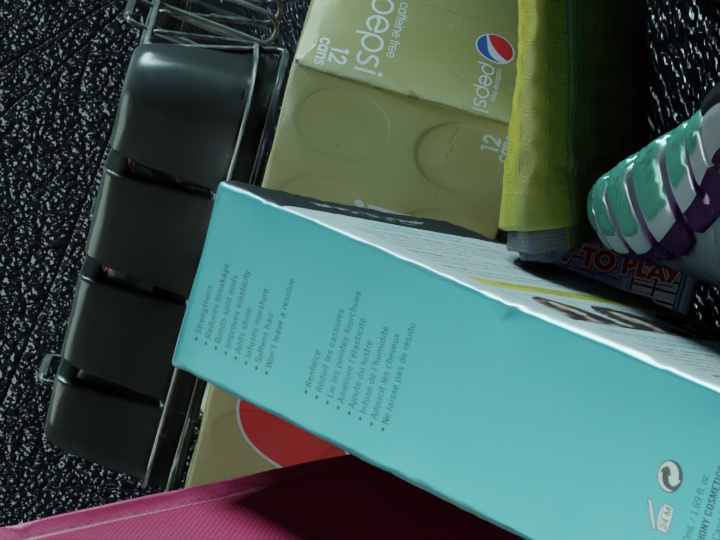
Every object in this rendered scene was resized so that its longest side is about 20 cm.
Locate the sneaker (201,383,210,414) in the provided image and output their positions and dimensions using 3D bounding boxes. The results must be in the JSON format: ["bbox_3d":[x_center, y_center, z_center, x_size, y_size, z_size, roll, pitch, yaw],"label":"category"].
[{"bbox_3d":[0.017,0.032,1.086,0.200,0.077,0.082,-33,-70,-51],"label":"sneaker"}]

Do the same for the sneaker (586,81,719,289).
[{"bbox_3d":[0.103,0.000,0.664,0.088,0.074,0.200,64,177,4],"label":"sneaker"}]

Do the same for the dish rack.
[{"bbox_3d":[-0.060,-0.039,0.982,0.200,0.054,0.154,-84,10,-62],"label":"dish rack"}]

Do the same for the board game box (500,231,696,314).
[{"bbox_3d":[0.056,0.032,0.936,0.200,0.062,0.200,-80,5,-65],"label":"board game box"}]

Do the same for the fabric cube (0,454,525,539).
[{"bbox_3d":[0.029,0.170,0.696,0.199,0.196,0.200,32,127,53],"label":"fabric cube"}]

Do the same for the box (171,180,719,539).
[{"bbox_3d":[0.051,0.032,0.683,0.200,0.082,0.049,23,100,46],"label":"box"}]

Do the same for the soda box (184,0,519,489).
[{"bbox_3d":[0.000,0.000,0.867,0.200,0.068,0.064,107,179,-46],"label":"soda box"}]

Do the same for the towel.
[{"bbox_3d":[0.053,-0.101,0.765,0.144,0.023,0.200,-22,-69,-75],"label":"towel"}]
